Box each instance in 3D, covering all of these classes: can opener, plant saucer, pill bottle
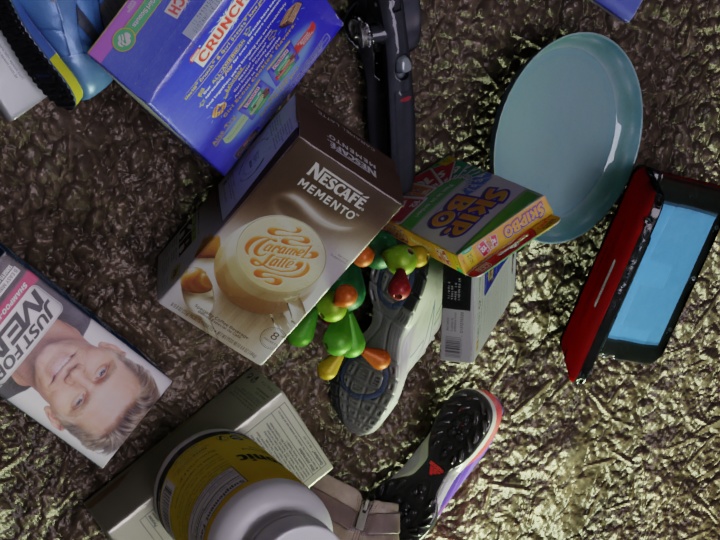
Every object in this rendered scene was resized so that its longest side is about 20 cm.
[{"bbox_3d":[0.028,-0.161,1.718,0.078,0.063,0.201,-13,112,-24],"label":"can opener"},{"bbox_3d":[0.188,-0.125,1.815,0.200,0.027,0.201,-16,115,-37],"label":"plant saucer"},{"bbox_3d":[-0.090,0.214,1.616,0.111,0.200,0.112,-8,109,-24],"label":"pill bottle"}]

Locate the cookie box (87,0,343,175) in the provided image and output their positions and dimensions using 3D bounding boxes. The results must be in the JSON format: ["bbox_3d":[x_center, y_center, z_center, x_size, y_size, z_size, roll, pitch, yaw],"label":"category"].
[{"bbox_3d":[-0.112,-0.189,1.567,0.171,0.075,0.200,-53,161,-3],"label":"cookie box"}]

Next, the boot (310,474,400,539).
[{"bbox_3d":[-0.062,0.257,1.810,0.199,0.070,0.147,19,81,-12],"label":"boot"}]

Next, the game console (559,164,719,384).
[{"bbox_3d":[0.283,0.013,1.869,0.118,0.172,0.201,20,106,-5],"label":"game console"}]

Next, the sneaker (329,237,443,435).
[{"bbox_3d":[0.038,0.064,1.795,0.087,0.074,0.201,-4,122,-54],"label":"sneaker"}]

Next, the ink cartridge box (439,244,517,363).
[{"bbox_3d":[0.111,0.007,1.777,0.037,0.200,0.095,6,109,16],"label":"ink cartridge box"}]

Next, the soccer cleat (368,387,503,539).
[{"bbox_3d":[0.070,0.200,1.864,0.200,0.068,0.073,-55,159,9],"label":"soccer cleat"}]

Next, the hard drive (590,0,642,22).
[{"bbox_3d":[0.205,-0.332,1.776,0.200,0.025,0.132,28,92,-32],"label":"hard drive"}]

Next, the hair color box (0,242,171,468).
[{"bbox_3d":[-0.266,0.069,1.642,0.200,0.060,0.100,41,86,-32],"label":"hair color box"}]

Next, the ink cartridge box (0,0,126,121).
[{"bbox_3d":[-0.257,-0.256,1.550,0.200,0.041,0.200,-37,120,-13],"label":"ink cartridge box"}]

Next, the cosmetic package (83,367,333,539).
[{"bbox_3d":[-0.136,0.193,1.745,0.200,0.071,0.105,-37,119,-12],"label":"cosmetic package"}]

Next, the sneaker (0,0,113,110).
[{"bbox_3d":[-0.251,-0.223,1.506,0.078,0.066,0.200,-45,123,-22],"label":"sneaker"}]

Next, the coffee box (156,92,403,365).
[{"bbox_3d":[-0.070,-0.034,1.647,0.114,0.080,0.200,32,114,-21],"label":"coffee box"}]

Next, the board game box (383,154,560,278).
[{"bbox_3d":[0.089,-0.049,1.706,0.095,0.200,0.030,-34,118,-13],"label":"board game box"}]

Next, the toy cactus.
[{"bbox_3d":[0.000,0.000,1.715,0.102,0.200,0.166,14,61,-16],"label":"toy cactus"}]
